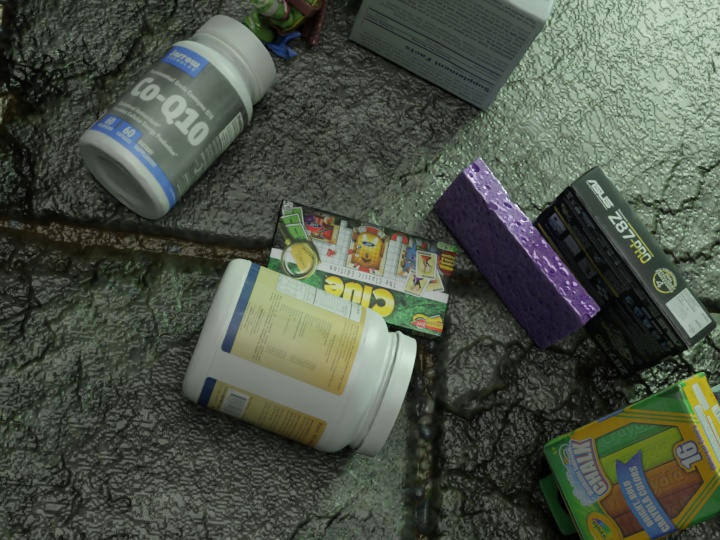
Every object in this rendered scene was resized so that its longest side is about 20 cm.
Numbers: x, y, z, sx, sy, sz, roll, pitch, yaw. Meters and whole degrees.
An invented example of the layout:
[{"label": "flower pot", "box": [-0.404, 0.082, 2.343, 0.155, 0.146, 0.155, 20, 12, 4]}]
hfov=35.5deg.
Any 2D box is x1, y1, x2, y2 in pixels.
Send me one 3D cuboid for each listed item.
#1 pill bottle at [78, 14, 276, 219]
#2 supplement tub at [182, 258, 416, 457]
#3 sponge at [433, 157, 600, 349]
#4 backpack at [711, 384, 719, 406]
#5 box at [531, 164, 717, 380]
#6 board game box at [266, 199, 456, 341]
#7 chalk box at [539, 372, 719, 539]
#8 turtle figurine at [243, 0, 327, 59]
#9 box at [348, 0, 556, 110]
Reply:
[{"label": "pill bottle", "box": [-0.182, -0.160, 1.153, 0.113, 0.114, 0.201, 38, 69, 1]}, {"label": "supplement tub", "box": [-0.058, 0.088, 1.087, 0.198, 0.145, 0.146, 22, 69, -6]}, {"label": "sponge", "box": [0.159, -0.014, 1.186, 0.030, 0.112, 0.201, -35, 83, -22]}, {"label": "backpack", "box": [0.447, 0.158, 1.156, 0.165, 0.199, 0.128, 3, 73, -34]}, {"label": "box", "box": [0.262, 0.008, 1.176, 0.049, 0.161, 0.201, -33, 81, -21]}, {"label": "board game box", "box": [0.000, 0.000, 1.194, 0.197, 0.023, 0.106, 14, 73, -8]}, {"label": "chalk box", "box": [0.267, 0.201, 1.116, 0.199, 0.123, 0.126, -31, 77, 25]}, {"label": "turtle figurine", "box": [-0.085, -0.339, 1.186, 0.193, 0.144, 0.201, -35, 97, 21]}, {"label": "box", "box": [0.104, -0.295, 1.214, 0.182, 0.200, 0.106, 27, 68, -3]}]
